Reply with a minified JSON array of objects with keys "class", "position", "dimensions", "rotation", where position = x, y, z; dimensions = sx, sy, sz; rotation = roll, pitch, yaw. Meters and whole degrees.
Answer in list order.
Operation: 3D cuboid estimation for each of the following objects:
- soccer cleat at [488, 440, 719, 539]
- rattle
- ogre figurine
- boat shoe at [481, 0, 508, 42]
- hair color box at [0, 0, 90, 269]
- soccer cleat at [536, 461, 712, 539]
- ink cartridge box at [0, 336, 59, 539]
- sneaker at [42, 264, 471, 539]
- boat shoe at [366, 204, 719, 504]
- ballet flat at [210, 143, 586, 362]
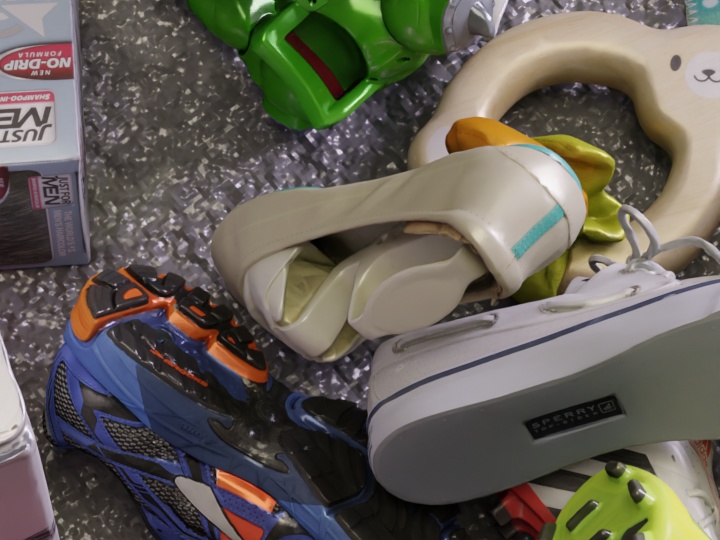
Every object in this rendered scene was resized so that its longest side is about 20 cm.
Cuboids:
[{"class":"soccer cleat","position":[0.116,0.105,1.070],"dimensions":[0.085,0.069,0.200],"rotation":[-42,69,-5]},{"class":"rattle","position":[0.113,-0.086,1.120],"dimensions":[0.200,0.143,0.130],"rotation":[-33,53,-9]},{"class":"ogre figurine","position":[-0.017,-0.123,1.116],"dimensions":[0.120,0.200,0.098],"rotation":[61,35,-4]},{"class":"boat shoe","position":[0.077,-0.184,1.200],"dimensions":[0.067,0.074,0.200],"rotation":[29,81,7]},{"class":"hair color box","position":[-0.144,-0.111,1.138],"dimensions":[0.060,0.099,0.201],"rotation":[-4,67,-4]},{"class":"soccer cleat","position":[0.120,0.132,0.964],"dimensions":[0.084,0.200,0.065],"rotation":[36,97,-27]},{"class":"ink cartridge box","position":[-0.167,0.047,1.013],"dimensions":[0.085,0.200,0.146],"rotation":[-19,68,-11]},{"class":"sneaker","position":[-0.038,0.083,1.079],"dimensions":[0.200,0.078,0.075],"rotation":[41,35,1]},{"class":"boat shoe","position":[0.097,0.021,1.048],"dimensions":[0.201,0.075,0.086],"rotation":[-18,45,13]},{"class":"ballet flat","position":[0.000,0.000,1.052],"dimensions":[0.069,0.200,0.070],"rotation":[11,72,-36]}]
